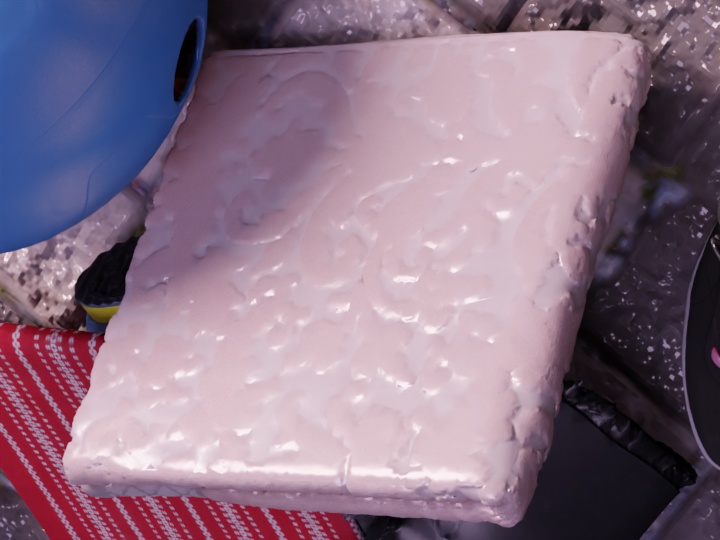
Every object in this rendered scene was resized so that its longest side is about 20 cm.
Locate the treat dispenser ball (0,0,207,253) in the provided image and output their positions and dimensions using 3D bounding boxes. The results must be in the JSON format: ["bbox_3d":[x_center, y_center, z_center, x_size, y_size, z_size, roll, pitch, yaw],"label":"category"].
[{"bbox_3d":[-0.157,-0.104,1.031,0.200,0.201,0.202,11,118,22],"label":"treat dispenser ball"}]

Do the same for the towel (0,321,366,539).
[{"bbox_3d":[-0.087,0.074,1.142,0.199,0.023,0.145,4,138,38],"label":"towel"}]

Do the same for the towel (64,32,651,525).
[{"bbox_3d":[0.000,0.000,1.010,0.190,0.201,0.032,-1,146,29],"label":"towel"}]

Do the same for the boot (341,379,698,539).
[{"bbox_3d":[0.074,0.134,1.080,0.198,0.073,0.163,35,89,-15],"label":"boot"}]

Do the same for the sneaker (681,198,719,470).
[{"bbox_3d":[0.149,0.007,0.991,0.070,0.099,0.201,24,123,13],"label":"sneaker"}]

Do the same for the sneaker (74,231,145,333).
[{"bbox_3d":[-0.021,0.019,1.110,0.199,0.066,0.079,-8,121,32],"label":"sneaker"}]
